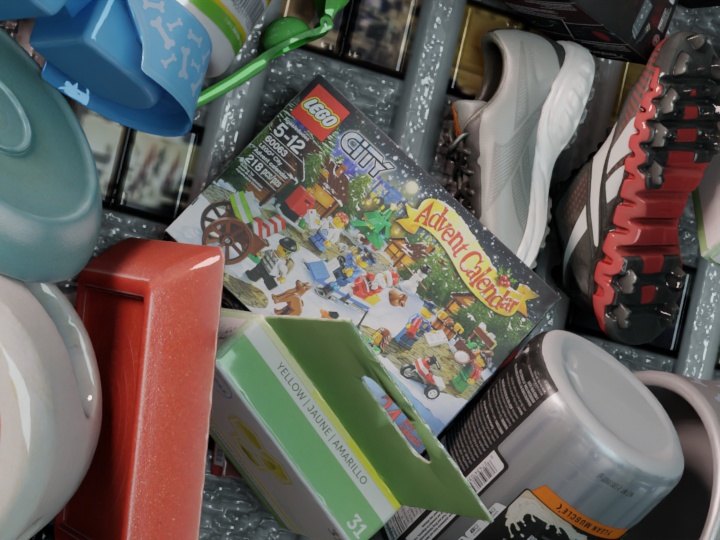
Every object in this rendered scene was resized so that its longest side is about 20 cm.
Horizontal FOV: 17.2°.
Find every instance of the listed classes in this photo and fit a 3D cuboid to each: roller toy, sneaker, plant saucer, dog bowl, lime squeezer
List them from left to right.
[{"bbox_3d":[-0.235,0.076,1.262,0.182,0.140,0.201,21,98,6],"label":"roller toy"},{"bbox_3d":[-0.207,-0.082,1.274,0.027,0.200,0.200,-39,116,23],"label":"plant saucer"},{"bbox_3d":[-0.161,-0.146,1.274,0.200,0.111,0.050,37,71,-31],"label":"dog bowl"},{"bbox_3d":[-0.128,0.082,1.311,0.037,0.200,0.200,6,90,-20],"label":"plant saucer"},{"bbox_3d":[-0.047,-0.160,1.429,0.071,0.038,0.200,32,79,-25],"label":"lime squeezer"},{"bbox_3d":[0.082,-0.057,1.490,0.079,0.074,0.201,20,78,-17],"label":"sneaker"},{"bbox_3d":[0.170,-0.059,1.507,0.071,0.098,0.201,2,107,-40],"label":"sneaker"},{"bbox_3d":[0.175,0.153,1.468,0.059,0.200,0.201,27,81,-34],"label":"dog bowl"}]

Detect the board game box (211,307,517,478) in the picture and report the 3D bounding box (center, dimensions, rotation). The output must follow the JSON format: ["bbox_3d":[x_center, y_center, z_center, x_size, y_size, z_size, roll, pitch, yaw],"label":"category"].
[{"bbox_3d":[0.006,0.082,1.481,0.199,0.019,0.103,5,92,-28],"label":"board game box"}]

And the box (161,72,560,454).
[{"bbox_3d":[0.000,0.000,1.416,0.200,0.038,0.137,42,76,2],"label":"box"}]

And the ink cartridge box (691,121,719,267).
[{"bbox_3d":[0.284,-0.107,1.491,0.048,0.200,0.146,27,40,-26],"label":"ink cartridge box"}]

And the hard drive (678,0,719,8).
[{"bbox_3d":[0.298,-0.254,1.546,0.033,0.139,0.200,46,72,-21],"label":"hard drive"}]

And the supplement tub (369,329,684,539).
[{"bbox_3d":[0.088,0.142,1.430,0.122,0.123,0.200,31,116,-26],"label":"supplement tub"}]

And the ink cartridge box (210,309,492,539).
[{"bbox_3d":[-0.027,0.090,1.333,0.048,0.200,0.146,-42,109,-19],"label":"ink cartridge box"}]

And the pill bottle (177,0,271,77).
[{"bbox_3d":[-0.075,-0.221,1.369,0.111,0.111,0.200,37,76,-24],"label":"pill bottle"}]

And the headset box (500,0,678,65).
[{"bbox_3d":[0.127,-0.235,1.461,0.200,0.075,0.149,30,78,-46],"label":"headset box"}]
